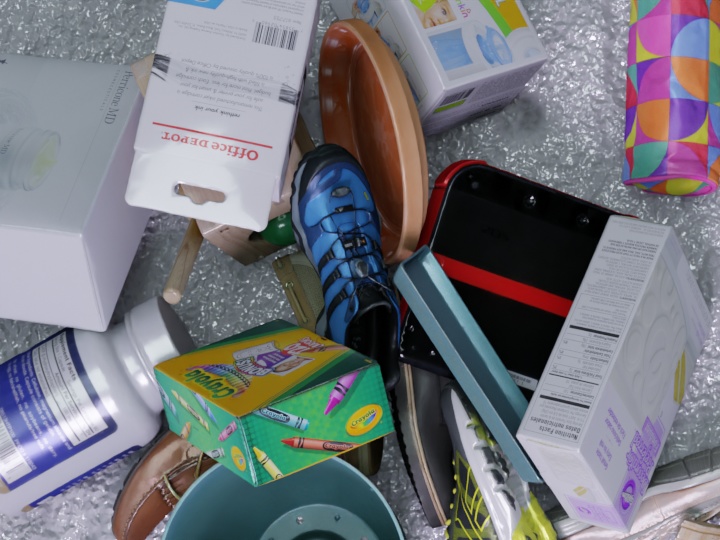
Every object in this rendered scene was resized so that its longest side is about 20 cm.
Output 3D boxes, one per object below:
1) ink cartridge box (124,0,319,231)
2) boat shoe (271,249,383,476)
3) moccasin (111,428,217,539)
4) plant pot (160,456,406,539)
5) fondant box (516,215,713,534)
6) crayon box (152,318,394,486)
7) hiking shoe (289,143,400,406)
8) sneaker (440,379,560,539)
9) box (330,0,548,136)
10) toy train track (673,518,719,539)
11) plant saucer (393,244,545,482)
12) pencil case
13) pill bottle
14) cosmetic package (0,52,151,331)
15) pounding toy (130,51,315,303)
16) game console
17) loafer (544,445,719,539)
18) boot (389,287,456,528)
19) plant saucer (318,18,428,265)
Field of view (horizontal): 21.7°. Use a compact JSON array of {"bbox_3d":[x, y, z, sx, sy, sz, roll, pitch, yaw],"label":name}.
[{"bbox_3d":[-0.105,-0.127,1.445,0.115,0.068,0.202,11,76,1],"label":"ink cartridge box"},{"bbox_3d":[-0.026,0.077,1.568,0.062,0.073,0.203,-15,76,9],"label":"boat shoe"},{"bbox_3d":[-0.126,0.161,1.576,0.201,0.074,0.078,-41,69,-8],"label":"moccasin"},{"bbox_3d":[-0.048,0.246,1.498,0.198,0.161,0.203,-2,80,9],"label":"plant pot"},{"bbox_3d":[0.201,0.081,1.460,0.058,0.145,0.201,13,65,32],"label":"fondant box"},{"bbox_3d":[-0.071,0.098,1.449,0.118,0.200,0.059,-20,106,-21],"label":"crayon box"},{"bbox_3d":[0.000,0.000,1.464,0.074,0.087,0.202,-19,111,-23],"label":"hiking shoe"},{"bbox_3d":[0.095,0.187,1.489,0.084,0.074,0.202,-25,82,32],"label":"sneaker"},{"bbox_3d":[0.052,-0.226,1.566,0.112,0.101,0.201,-19,76,-28],"label":"box"},{"bbox_3d":[0.316,0.182,1.461,0.114,0.033,0.202,11,111,-24],"label":"toy train track"},{"bbox_3d":[0.090,0.075,1.469,0.019,0.070,0.201,-34,90,24],"label":"plant saucer"},{"bbox_3d":[0.259,-0.161,1.553,0.087,0.088,0.202,2,80,10],"label":"pencil case"},{"bbox_3d":[-0.234,0.108,1.574,0.199,0.120,0.121,-29,78,4],"label":"pill bottle"},{"bbox_3d":[-0.285,-0.071,1.566,0.198,0.124,0.201,7,48,9],"label":"cosmetic package"},{"bbox_3d":[-0.111,-0.080,1.549,0.141,0.184,0.202,-25,78,5],"label":"pounding toy"},{"bbox_3d":[0.136,0.016,1.533,0.198,0.031,0.179,19,84,-12],"label":"game console"},{"bbox_3d":[0.241,0.196,1.512,0.198,0.072,0.063,-21,96,12],"label":"loafer"},{"bbox_3d":[0.092,0.101,1.548,0.137,0.077,0.202,-12,88,-5],"label":"boot"},{"bbox_3d":[0.012,-0.106,1.532,0.032,0.200,0.202,-13,78,-17],"label":"plant saucer"}]
